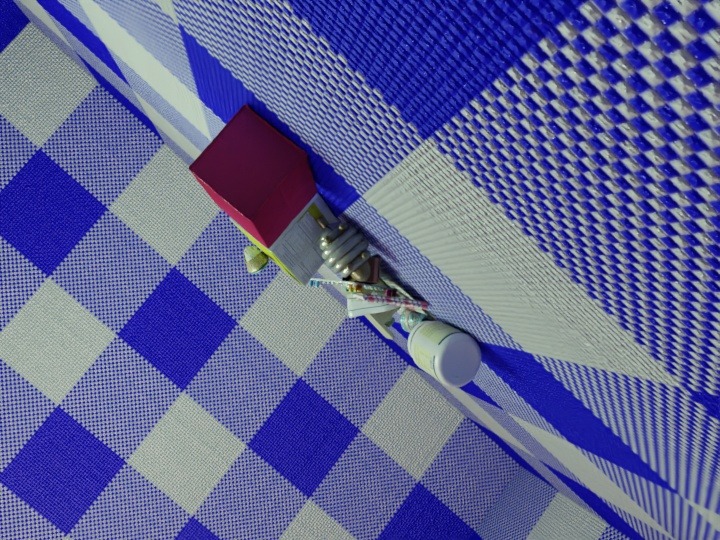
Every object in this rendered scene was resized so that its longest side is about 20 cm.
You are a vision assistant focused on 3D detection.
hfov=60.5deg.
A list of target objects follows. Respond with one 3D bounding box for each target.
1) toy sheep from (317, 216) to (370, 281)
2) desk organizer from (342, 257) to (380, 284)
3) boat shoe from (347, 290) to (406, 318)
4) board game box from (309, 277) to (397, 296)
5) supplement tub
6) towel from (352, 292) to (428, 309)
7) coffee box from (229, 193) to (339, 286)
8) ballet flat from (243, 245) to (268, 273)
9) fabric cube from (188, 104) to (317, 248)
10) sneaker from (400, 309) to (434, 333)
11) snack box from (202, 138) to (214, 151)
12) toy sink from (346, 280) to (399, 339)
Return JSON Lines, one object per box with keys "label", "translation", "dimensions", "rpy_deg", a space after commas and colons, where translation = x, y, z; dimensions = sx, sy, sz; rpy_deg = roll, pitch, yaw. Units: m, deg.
{"label": "toy sheep", "translation": [-0.042, -0.058, 1.577], "dimensions": [0.202, 0.136, 0.138], "rpy_deg": [55, 172, 2]}
{"label": "desk organizer", "translation": [0.000, 0.000, 1.758], "dimensions": [0.075, 0.074, 0.200], "rpy_deg": [5, 177, -10]}
{"label": "boat shoe", "translation": [0.049, 0.096, 1.906], "dimensions": [0.074, 0.194, 0.069], "rpy_deg": [-3, -100, -82]}
{"label": "board game box", "translation": [-0.022, 0.050, 1.818], "dimensions": [0.196, 0.027, 0.197], "rpy_deg": [4, 176, 41]}
{"label": "supplement tub", "translation": [0.227, 0.225, 1.718], "dimensions": [0.145, 0.146, 0.199], "rpy_deg": [43, 172, -24]}
{"label": "towel", "translation": [0.082, 0.089, 1.764], "dimensions": [0.194, 0.031, 0.146], "rpy_deg": [8, 177, -11]}
{"label": "coffee box", "translation": [-0.194, -0.121, 1.687], "dimensions": [0.198, 0.199, 0.200], "rpy_deg": [35, 171, 34]}
{"label": "ballet flat", "translation": [-0.299, -0.035, 1.719], "dimensions": [0.066, 0.070, 0.199], "rpy_deg": [56, 168, -12]}
{"label": "fabric cube", "translation": [-0.236, -0.210, 1.415], "dimensions": [0.195, 0.201, 0.200], "rpy_deg": [39, 170, 13]}
{"label": "sneaker", "translation": [0.203, 0.183, 1.879], "dimensions": [0.085, 0.080, 0.199], "rpy_deg": [0, 157, 40]}
{"label": "snack box", "translation": [-0.439, -0.343, 2.147], "dimensions": [0.168, 0.068, 0.201], "rpy_deg": [39, 170, 22]}
{"label": "toy sink", "translation": [0.065, 0.112, 2.024], "dimensions": [0.200, 0.112, 0.130], "rpy_deg": [46, 172, -3]}
